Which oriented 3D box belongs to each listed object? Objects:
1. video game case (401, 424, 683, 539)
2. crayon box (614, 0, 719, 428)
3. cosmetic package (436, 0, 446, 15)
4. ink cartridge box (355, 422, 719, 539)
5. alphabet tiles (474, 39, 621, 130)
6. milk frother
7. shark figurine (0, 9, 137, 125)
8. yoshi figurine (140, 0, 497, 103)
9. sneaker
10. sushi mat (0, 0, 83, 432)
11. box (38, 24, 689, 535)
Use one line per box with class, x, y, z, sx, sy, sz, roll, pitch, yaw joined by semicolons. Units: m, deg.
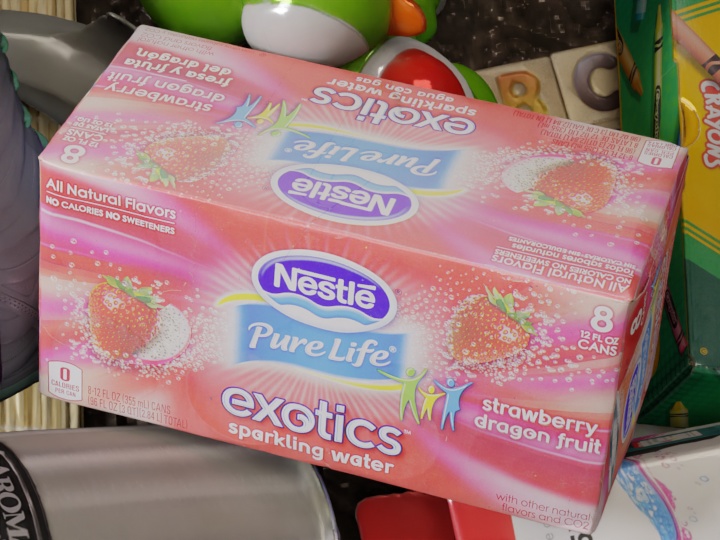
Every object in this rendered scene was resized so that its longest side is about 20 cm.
video game case;0.137;0.107;0.953;0.200;0.023;0.182;39;73;3
crayon box;0.164;-0.034;0.962;0.118;0.058;0.201;8;62;-15
cosmetic package;-0.050;-0.194;0.930;0.199;0.200;0.123;4;70;-7
ink cartridge box;0.101;0.119;0.879;0.199;0.067;0.117;-12;92;7
alphabet tiles;0.085;0.010;0.989;0.166;0.006;0.201;-12;76;-11
milk frother;-0.129;0.152;0.861;0.188;0.200;0.181;1;67;-34
shark figurine;-0.121;-0.072;0.930;0.214;0.089;0.129;14;69;-15
yoshi figurine;-0.015;-0.075;0.918;0.112;0.200;0.113;-23;36;12
sneaker;-0.141;-0.051;0.869;0.087;0.074;0.201;-18;106;-53
sushi mat;-0.154;-0.016;0.960;0.095;0.012;0.201;0;74;-8
box;0.000;0.000;0.841;0.199;0.103;0.095;14;37;11
